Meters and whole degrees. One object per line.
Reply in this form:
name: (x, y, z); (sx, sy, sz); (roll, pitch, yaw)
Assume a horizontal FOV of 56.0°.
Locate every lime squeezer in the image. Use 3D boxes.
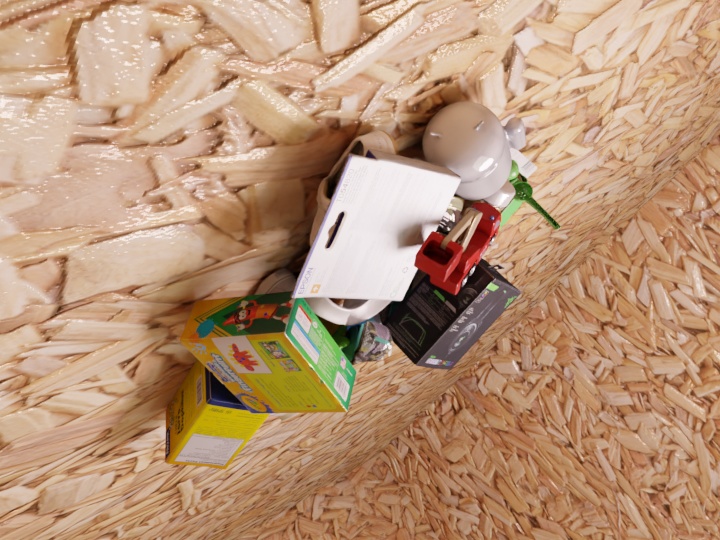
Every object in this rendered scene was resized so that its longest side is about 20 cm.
lime squeezer: (0.259, -0.150, 1.123); (0.038, 0.200, 0.071); (-32, -173, 9)

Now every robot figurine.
robot figurine: (0.154, -0.169, 0.971); (0.169, 0.113, 0.200); (-23, 164, 13)

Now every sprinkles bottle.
sprinkles bottle: (0.176, -0.072, 1.134); (0.068, 0.068, 0.200); (-15, 144, -49)

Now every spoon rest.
spoon rest: (-0.012, 0.047, 0.974); (0.099, 0.061, 0.200); (-45, 153, 23)

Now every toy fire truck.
toy fire truck: (0.145, -0.041, 0.965); (0.200, 0.049, 0.141); (-51, 159, -28)

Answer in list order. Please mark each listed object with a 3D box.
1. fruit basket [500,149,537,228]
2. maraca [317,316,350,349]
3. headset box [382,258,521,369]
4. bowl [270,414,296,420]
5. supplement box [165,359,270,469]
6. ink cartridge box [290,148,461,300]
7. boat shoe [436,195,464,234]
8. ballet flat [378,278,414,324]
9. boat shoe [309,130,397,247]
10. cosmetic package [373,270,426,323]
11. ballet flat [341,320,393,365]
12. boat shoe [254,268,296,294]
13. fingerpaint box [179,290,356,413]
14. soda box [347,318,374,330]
fruit basket: (0.206, -0.146, 1.192); (0.200, 0.094, 0.185); (23, 112, -45)
maraca: (-0.081, 0.112, 1.126); (0.137, 0.107, 0.200); (-28, -160, -1)
headset box: (0.159, 0.060, 1.126); (0.200, 0.093, 0.174); (-49, 153, 10)
bowl: (-0.133, 0.216, 1.263); (0.201, 0.094, 0.201); (-31, 180, 0)
supplement box: (-0.237, 0.228, 1.118); (0.109, 0.110, 0.200); (16, 130, -29)
ink cartridge box: (0.014, -0.053, 0.865); (0.200, 0.041, 0.200); (4, 119, -43)
boat shoe: (0.064, -0.084, 0.975); (0.201, 0.066, 0.072); (3, 177, -31)
ballet flat: (0.061, 0.018, 1.191); (0.068, 0.067, 0.200); (46, 59, -47)
boat shoe: (-0.028, -0.096, 0.885); (0.069, 0.071, 0.200); (-11, 138, -48)
cosmetic package: (0.084, 0.013, 1.279); (0.200, 0.101, 0.071); (-38, 162, 0)
ballet flat: (0.014, 0.122, 1.088); (0.072, 0.072, 0.200); (-34, 178, -12)
boat shoe: (-0.141, 0.081, 1.074); (0.072, 0.069, 0.200); (-16, 151, -48)
fingerpaint box: (-0.122, 0.120, 0.947); (0.167, 0.073, 0.200); (-7, 138, 25)
soda box: (-0.016, 0.121, 1.289); (0.064, 0.068, 0.200); (-34, -177, -12)
